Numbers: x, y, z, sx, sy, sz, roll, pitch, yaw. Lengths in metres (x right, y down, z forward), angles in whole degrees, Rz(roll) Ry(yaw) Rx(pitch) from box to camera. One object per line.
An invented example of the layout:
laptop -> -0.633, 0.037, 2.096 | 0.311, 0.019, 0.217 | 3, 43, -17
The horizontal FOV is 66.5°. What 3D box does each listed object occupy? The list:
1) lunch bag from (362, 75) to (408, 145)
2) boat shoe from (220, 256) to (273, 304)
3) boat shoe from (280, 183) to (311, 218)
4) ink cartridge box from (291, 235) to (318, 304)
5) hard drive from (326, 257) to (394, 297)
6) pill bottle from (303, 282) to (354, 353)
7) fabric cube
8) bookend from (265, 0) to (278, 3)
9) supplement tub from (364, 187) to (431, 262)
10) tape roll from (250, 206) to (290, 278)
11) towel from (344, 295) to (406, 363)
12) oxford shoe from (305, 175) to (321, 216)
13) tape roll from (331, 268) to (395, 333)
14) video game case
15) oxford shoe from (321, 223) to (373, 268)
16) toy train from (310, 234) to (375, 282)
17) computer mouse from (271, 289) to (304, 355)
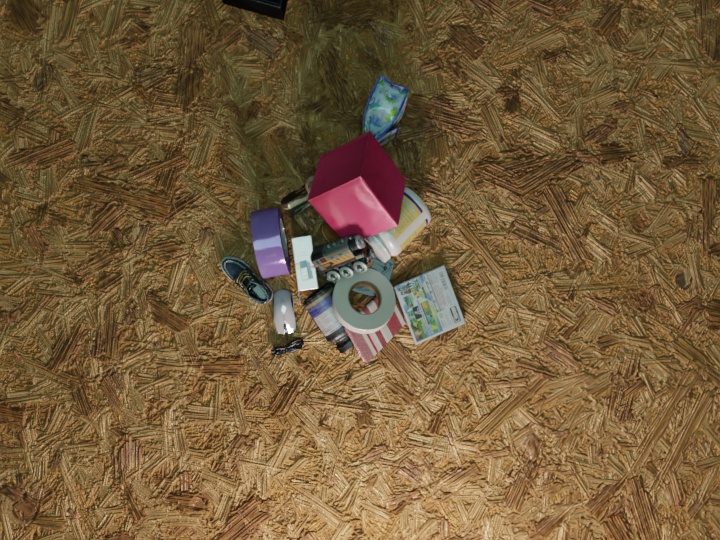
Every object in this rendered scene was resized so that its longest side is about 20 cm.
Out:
lunch bag -> 0.061, -0.454, 1.666 | 0.125, 0.170, 0.204 | 27, 91, 0
boat shoe -> -0.356, 0.028, 1.712 | 0.199, 0.091, 0.071 | 38, 91, -4
boat shoe -> -0.152, -0.233, 1.728 | 0.199, 0.075, 0.076 | -29, 126, -6
ink cartridge box -> -0.169, -0.003, 1.706 | 0.065, 0.117, 0.206 | -7, 94, -4
hard drive -> 0.000, 0.000, 1.751 | 0.195, 0.042, 0.138 | 18, 92, -3
pill bottle -> -0.084, 0.152, 1.721 | 0.111, 0.112, 0.202 | -34, 95, 0
fabric cube -> -0.007, -0.235, 1.590 | 0.193, 0.204, 0.199 | -18, 133, 33
bookend -> -0.307, -0.899, 1.663 | 0.193, 0.092, 0.206 | 14, 92, -3
supplement tub -> 0.104, -0.139, 1.686 | 0.200, 0.145, 0.146 | -44, 94, -8
tape roll -> -0.269, -0.084, 1.656 | 0.083, 0.200, 0.206 | -10, 94, -2
towel -> 0.048, 0.170, 1.717 | 0.199, 0.023, 0.146 | -41, 114, -26
oxford shoe -> -0.102, -0.195, 1.682 | 0.070, 0.074, 0.200 | -38, 130, 3
tape roll -> 0.011, 0.090, 1.671 | 0.197, 0.037, 0.208 | 4, 65, -9
video game case -> 0.223, 0.111, 1.778 | 0.178, 0.022, 0.205 | -22, 95, -1
oxford shoe -> -0.036, -0.091, 1.694 | 0.198, 0.072, 0.072 | 35, 61, 11
toy train -> -0.054, -0.039, 1.621 | 0.197, 0.086, 0.114 | -19, 126, 34
computer mouse -> -0.243, 0.165, 1.749 | 0.106, 0.044, 0.206 | -8, 94, -1
